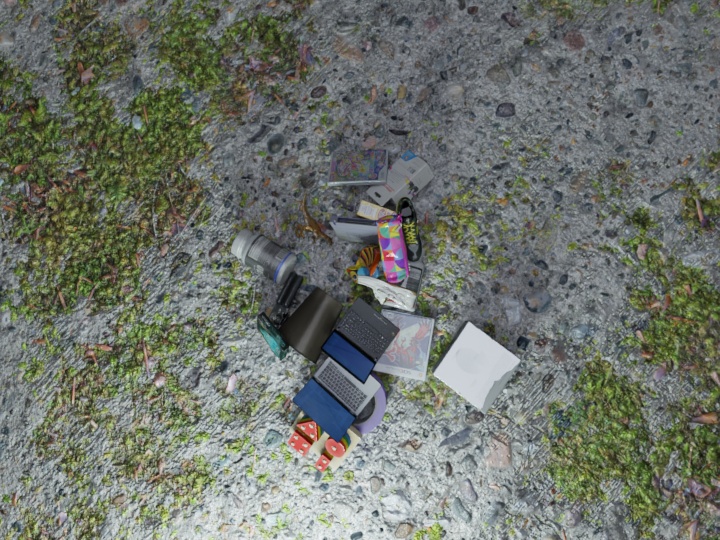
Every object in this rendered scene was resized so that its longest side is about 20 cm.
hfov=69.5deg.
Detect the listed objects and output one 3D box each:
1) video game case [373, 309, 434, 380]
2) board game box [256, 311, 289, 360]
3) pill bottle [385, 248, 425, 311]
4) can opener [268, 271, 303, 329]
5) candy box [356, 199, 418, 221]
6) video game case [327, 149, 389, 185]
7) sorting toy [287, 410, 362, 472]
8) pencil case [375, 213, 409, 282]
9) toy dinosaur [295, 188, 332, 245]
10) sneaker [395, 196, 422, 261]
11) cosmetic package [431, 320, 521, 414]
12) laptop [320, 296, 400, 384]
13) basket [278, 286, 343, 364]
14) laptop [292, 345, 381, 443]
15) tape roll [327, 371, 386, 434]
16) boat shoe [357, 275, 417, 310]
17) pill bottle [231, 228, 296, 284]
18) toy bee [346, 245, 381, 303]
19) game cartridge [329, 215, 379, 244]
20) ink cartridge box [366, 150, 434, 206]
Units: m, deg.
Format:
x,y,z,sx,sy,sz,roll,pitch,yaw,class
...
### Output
x,y,z,sx,sy,sz,roll,pitch,yaw,class
0.140,0.242,1.698,0.178,0.023,0.205,10,86,5,video game case
-0.281,0.212,1.650,0.028,0.200,0.136,-36,82,-20,board game box
0.143,0.021,1.669,0.113,0.116,0.204,13,86,6,pill bottle
-0.250,0.107,1.734,0.053,0.067,0.203,22,76,17,can opener
0.090,-0.166,1.686,0.196,0.117,0.058,19,91,6,candy box
-0.007,-0.342,1.719,0.195,0.018,0.146,0,56,9,video game case
-0.124,0.525,1.622,0.199,0.070,0.200,37,125,7,sorting toy
0.099,-0.068,1.552,0.086,0.089,0.204,-9,109,4,pencil case
-0.172,-0.157,1.749,0.105,0.060,0.202,-34,89,-23,toy dinosaur
0.142,-0.126,1.580,0.073,0.085,0.205,-12,88,6,sneaker
0.358,0.298,1.625,0.199,0.123,0.201,36,89,8,cosmetic package
0.002,0.215,1.629,0.176,0.103,0.201,37,88,2,laptop
-0.152,0.167,1.675,0.179,0.136,0.202,32,83,33,basket
-0.068,0.370,1.575,0.187,0.116,0.201,40,90,6,laptop
-0.014,0.417,1.667,0.195,0.085,0.205,0,85,4,tape roll
0.073,0.068,1.588,0.197,0.071,0.071,19,90,21,boat shoe
-0.320,-0.049,1.715,0.198,0.114,0.115,30,88,7,pill bottle
0.000,0.000,1.689,0.108,0.130,0.203,33,100,31,toy bee
0.010,-0.129,1.670,0.196,0.130,0.039,7,73,19,game cartridge
0.128,-0.282,1.693,0.200,0.068,0.115,-43,45,1,ink cartridge box
